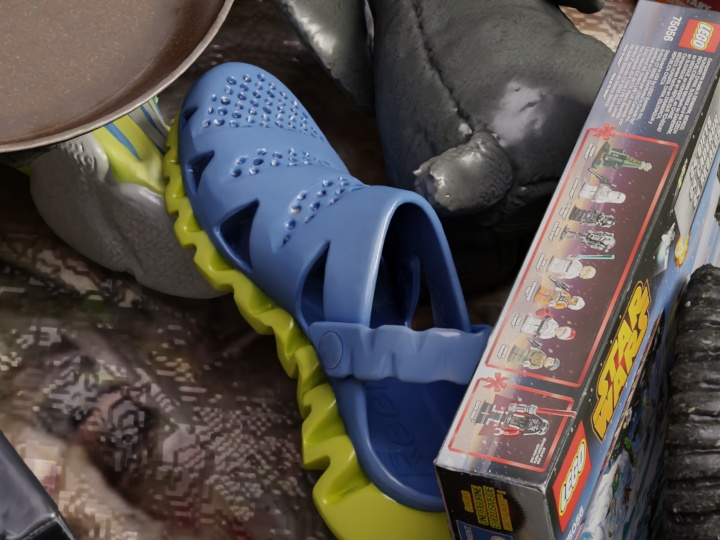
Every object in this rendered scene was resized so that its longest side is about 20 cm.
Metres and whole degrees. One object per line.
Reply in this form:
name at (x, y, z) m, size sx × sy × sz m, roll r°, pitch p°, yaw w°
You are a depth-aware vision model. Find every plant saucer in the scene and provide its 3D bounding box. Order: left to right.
plant saucer at (-0.140, -0.116, 0.909) m, size 0.200 × 0.032 × 0.201 m, roll 4°, pitch 57°, yaw -6°

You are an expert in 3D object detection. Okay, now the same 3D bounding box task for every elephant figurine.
elephant figurine at (0.035, -0.101, 1.005) m, size 0.141 × 0.155 × 0.200 m, roll -19°, pitch 73°, yaw -18°

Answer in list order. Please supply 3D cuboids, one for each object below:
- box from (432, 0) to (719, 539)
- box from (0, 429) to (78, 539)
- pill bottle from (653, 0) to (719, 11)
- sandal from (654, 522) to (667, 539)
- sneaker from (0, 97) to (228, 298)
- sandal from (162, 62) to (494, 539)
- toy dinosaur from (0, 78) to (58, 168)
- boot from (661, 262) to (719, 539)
box at (0.085, 0.028, 0.878) m, size 0.040 × 0.137 × 0.200 m, roll 12°, pitch 55°, yaw 20°
box at (-0.222, 0.076, 0.845) m, size 0.197 × 0.117 × 0.200 m, roll -36°, pitch 73°, yaw -10°
pill bottle at (0.174, -0.185, 1.039) m, size 0.113 × 0.200 × 0.113 m, roll 5°, pitch 61°, yaw -8°
sandal at (0.104, 0.058, 0.977) m, size 0.080 × 0.057 × 0.201 m, roll 34°, pitch 61°, yaw 8°
sneaker at (-0.105, -0.077, 0.999) m, size 0.200 × 0.076 × 0.105 m, roll 35°, pitch 61°, yaw 9°
sandal at (0.000, 0.000, 0.904) m, size 0.079 × 0.087 × 0.200 m, roll -7°, pitch 55°, yaw -41°
toy dinosaur at (-0.148, -0.061, 0.935) m, size 0.088 × 0.047 × 0.200 m, roll -26°, pitch 78°, yaw 15°
boot at (0.187, 0.015, 0.866) m, size 0.157 × 0.080 × 0.211 m, roll 1°, pitch 41°, yaw 21°
